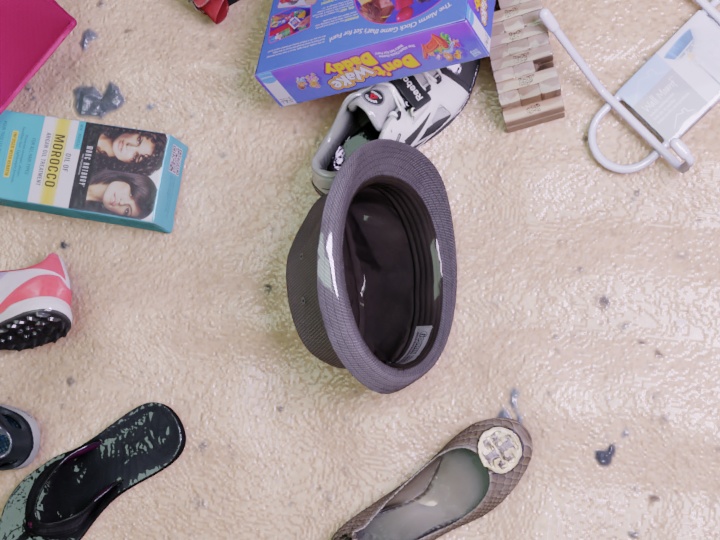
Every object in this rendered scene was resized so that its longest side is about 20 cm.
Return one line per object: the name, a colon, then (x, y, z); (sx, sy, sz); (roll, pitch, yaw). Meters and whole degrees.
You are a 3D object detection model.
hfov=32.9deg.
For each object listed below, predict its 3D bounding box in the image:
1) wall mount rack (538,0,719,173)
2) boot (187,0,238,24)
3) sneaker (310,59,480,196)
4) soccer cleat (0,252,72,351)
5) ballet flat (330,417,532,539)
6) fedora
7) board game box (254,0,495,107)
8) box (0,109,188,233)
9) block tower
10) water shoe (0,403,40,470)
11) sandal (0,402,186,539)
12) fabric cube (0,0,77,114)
wall mount rack: (0.249, -0.185, 1.001); (0.200, 0.075, 0.174); (-44, 79, 1)
boot: (-0.190, -0.280, 1.110); (0.198, 0.072, 0.146); (-17, 80, 5)
sneaker: (0.031, -0.140, 1.036); (0.074, 0.089, 0.201); (37, 89, 15)
soccer cleat: (-0.351, 0.042, 1.104); (0.198, 0.068, 0.074); (-16, 55, 13)
ballet flat: (0.056, 0.189, 1.001); (0.199, 0.046, 0.068); (-34, 78, 5)
fedora: (0.000, 0.000, 1.001); (0.090, 0.176, 0.203); (-7, 86, 39)
board game box: (0.015, -0.222, 1.015); (0.198, 0.045, 0.136); (-9, 56, 30)
box: (-0.262, -0.092, 1.105); (0.197, 0.049, 0.083); (9, 84, 13)
block tower: (0.128, -0.227, 1.045); (0.057, 0.054, 0.203); (-14, 80, 8)
water shoe: (-0.384, 0.134, 1.081); (0.197, 0.079, 0.073); (4, 82, 12)
sandal: (-0.244, 0.184, 1.061); (0.200, 0.048, 0.076); (-40, 77, 3)
fabric cube: (-0.410, -0.239, 1.056); (0.197, 0.199, 0.200); (-49, 58, 2)
